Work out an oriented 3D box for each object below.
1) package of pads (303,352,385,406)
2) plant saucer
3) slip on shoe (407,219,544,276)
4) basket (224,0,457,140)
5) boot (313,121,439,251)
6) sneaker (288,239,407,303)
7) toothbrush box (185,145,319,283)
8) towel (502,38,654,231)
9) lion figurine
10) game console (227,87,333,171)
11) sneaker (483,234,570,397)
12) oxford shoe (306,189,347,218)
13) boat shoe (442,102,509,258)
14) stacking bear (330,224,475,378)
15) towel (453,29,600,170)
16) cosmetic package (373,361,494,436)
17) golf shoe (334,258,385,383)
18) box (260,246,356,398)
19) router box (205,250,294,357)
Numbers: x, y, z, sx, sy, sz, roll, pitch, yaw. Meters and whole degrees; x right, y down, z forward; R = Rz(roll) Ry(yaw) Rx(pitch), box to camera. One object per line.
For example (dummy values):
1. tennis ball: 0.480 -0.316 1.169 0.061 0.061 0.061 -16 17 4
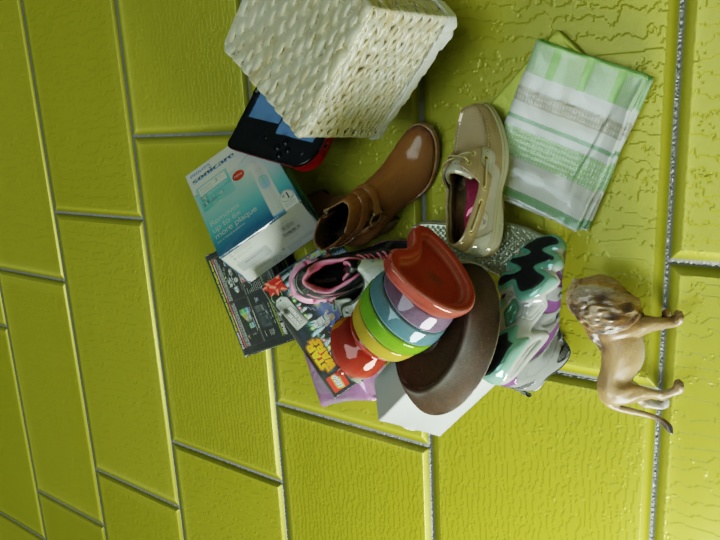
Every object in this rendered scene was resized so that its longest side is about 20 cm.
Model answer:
1. package of pads: -0.034 0.116 1.072 0.120 0.076 0.200 -16 93 35
2. plant saucer: 0.099 0.081 0.842 0.200 0.034 0.200 -45 33 42
3. slip on shoe: 0.165 -0.035 0.896 0.200 0.061 0.074 8 101 21
4. basket: -0.030 -0.294 0.818 0.198 0.161 0.200 51 127 18
5. boot: 0.019 -0.113 0.918 0.077 0.155 0.200 48 125 16
6. sneaker: 0.000 0.000 0.930 0.095 0.200 0.079 134 120 -78
7. toothbrush box: -0.165 -0.105 1.020 0.146 0.085 0.200 -34 51 5
8. towel: 0.243 -0.161 0.807 0.149 0.031 0.200 26 118 20
9. lion figurine: 0.313 0.102 0.791 0.122 0.072 0.200 -5 94 4
10. game console: -0.095 -0.250 0.983 0.177 0.031 0.200 22 81 29
11. sneaker: 0.232 0.065 0.844 0.078 0.140 0.200 26 88 56
12. oxford shoe: -0.081 -0.096 1.067 0.200 0.071 0.071 9 78 37
13. boat shoe: 0.138 -0.118 0.830 0.074 0.069 0.200 -12 76 53
14. stacking bear: 0.034 0.060 0.809 0.114 0.121 0.200 44 126 1
15. towel: 0.210 -0.198 0.844 0.086 0.018 0.200 48 124 10
16. cosmetic package: 0.116 0.141 0.933 0.200 0.113 0.081 -50 30 34
17. golf shoe: 0.004 0.064 0.912 0.097 0.078 0.200 19 118 -9
18. box: -0.038 0.069 0.991 0.137 0.040 0.200 -34 94 -7
19. router box: -0.173 0.037 1.160 0.150 0.062 0.200 -21 89 38
